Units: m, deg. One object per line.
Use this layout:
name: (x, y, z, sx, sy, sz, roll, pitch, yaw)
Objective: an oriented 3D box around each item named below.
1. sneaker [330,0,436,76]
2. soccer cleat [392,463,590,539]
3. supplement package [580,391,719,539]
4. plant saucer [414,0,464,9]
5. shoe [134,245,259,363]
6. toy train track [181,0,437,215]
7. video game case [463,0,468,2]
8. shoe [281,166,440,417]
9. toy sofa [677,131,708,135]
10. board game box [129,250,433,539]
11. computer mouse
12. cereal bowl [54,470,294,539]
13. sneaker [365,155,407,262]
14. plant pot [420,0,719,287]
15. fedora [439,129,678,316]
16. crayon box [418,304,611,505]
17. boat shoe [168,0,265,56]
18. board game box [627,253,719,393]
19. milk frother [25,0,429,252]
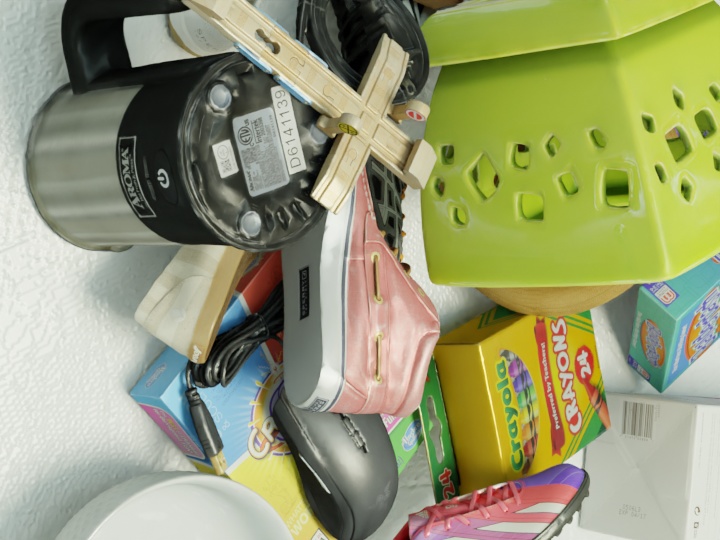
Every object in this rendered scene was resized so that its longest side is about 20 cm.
sneaker: (-0.006, -0.185, 1.159, 0.112, 0.073, 0.201, 40, 35, -16)
soccer cleat: (0.076, 0.191, 1.193, 0.199, 0.068, 0.073, -35, 95, -4)
supplement package: (0.301, 0.170, 1.415, 0.199, 0.121, 0.121, 7, 88, -40)
plant saucer: (0.032, -0.281, 1.179, 0.200, 0.037, 0.202, 34, 40, -34)
shoe: (-0.093, -0.027, 1.113, 0.070, 0.053, 0.201, 102, 8, -50)
toy train track: (-0.019, -0.110, 0.961, 0.200, 0.032, 0.116, 36, 68, -33)
video game case: (0.126, -0.233, 1.232, 0.200, 0.023, 0.184, -20, 127, -66)
shoe: (0.000, 0.000, 1.121, 0.090, 0.071, 0.202, 10, 73, -31)
toy sofa: (0.265, -0.073, 1.405, 0.199, 0.082, 0.098, -30, 110, -35)
board game box: (-0.051, 0.100, 1.176, 0.200, 0.040, 0.153, 52, 61, -28)
computer mouse: (-0.039, 0.115, 1.129, 0.140, 0.046, 0.202, -32, 111, -36)
cereal bowl: (-0.136, 0.228, 1.082, 0.199, 0.083, 0.202, -1, 91, -39)
sneaker: (0.003, -0.047, 1.197, 0.077, 0.078, 0.202, -18, 101, -42)
plant pot: (0.156, -0.106, 1.100, 0.199, 0.198, 0.183, -25, 107, -46)
fedora: (0.160, -0.057, 1.293, 0.082, 0.199, 0.203, 38, 62, -74)
crayon box: (0.120, 0.096, 1.282, 0.199, 0.050, 0.128, -26, 108, -49)
boat shoe: (-0.072, -0.244, 1.132, 0.070, 0.069, 0.202, 17, 79, -36)
board game box: (0.311, -0.003, 1.384, 0.200, 0.045, 0.152, -41, 157, -14)
milk frother: (-0.082, -0.101, 1.052, 0.199, 0.187, 0.183, -1, 92, -40)
